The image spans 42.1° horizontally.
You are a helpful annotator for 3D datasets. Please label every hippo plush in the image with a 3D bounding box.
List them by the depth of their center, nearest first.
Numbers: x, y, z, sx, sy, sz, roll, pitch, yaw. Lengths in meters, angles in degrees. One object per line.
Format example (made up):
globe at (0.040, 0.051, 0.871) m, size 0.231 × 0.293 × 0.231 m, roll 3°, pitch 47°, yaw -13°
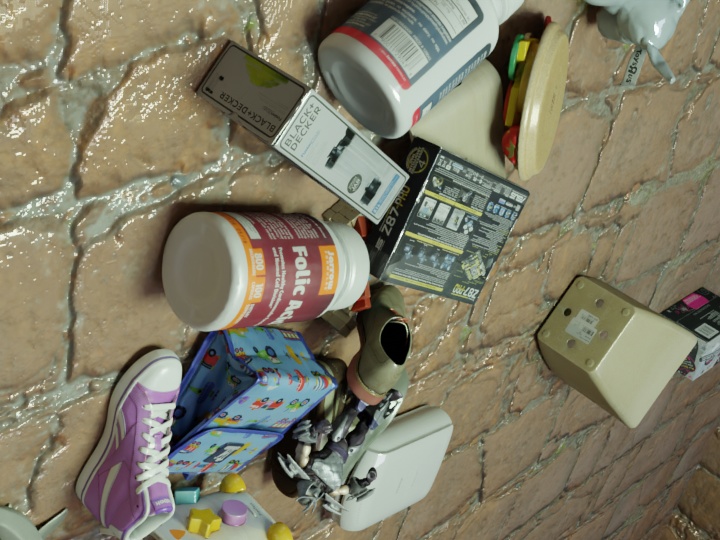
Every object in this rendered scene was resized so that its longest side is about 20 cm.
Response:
hippo plush at (0.309, -0.348, 1.144) m, size 0.160 × 0.159 × 0.201 m, roll 25°, pitch 84°, yaw -26°

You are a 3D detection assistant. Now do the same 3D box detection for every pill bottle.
pill bottle at (0.066, -0.237, 0.926) m, size 0.200 × 0.119 × 0.120 m, roll -43°, pitch 145°, yaw -15°
pill bottle at (-0.089, -0.002, 0.948) m, size 0.200 × 0.114 × 0.115 m, roll -4°, pitch 122°, yaw -49°

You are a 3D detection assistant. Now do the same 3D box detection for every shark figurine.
shark figurine at (-0.341, 0.277, 0.916) m, size 0.128 × 0.089 × 0.215 m, roll -40°, pitch 146°, yaw -22°

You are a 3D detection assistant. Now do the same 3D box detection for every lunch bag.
lunch bag at (-0.150, 0.164, 1.067) m, size 0.200 × 0.094 × 0.150 m, roll -50°, pitch 150°, yaw 17°

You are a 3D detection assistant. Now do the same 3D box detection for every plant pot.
plant pot at (0.432, 0.123, 1.648) m, size 0.200 × 0.200 × 0.177 m, roll -54°, pitch 136°, yaw 1°

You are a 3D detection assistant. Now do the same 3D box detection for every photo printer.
photo printer at (0.042, 0.302, 1.423) m, size 0.200 × 0.069 × 0.167 m, roll -11°, pitch 128°, yaw -46°

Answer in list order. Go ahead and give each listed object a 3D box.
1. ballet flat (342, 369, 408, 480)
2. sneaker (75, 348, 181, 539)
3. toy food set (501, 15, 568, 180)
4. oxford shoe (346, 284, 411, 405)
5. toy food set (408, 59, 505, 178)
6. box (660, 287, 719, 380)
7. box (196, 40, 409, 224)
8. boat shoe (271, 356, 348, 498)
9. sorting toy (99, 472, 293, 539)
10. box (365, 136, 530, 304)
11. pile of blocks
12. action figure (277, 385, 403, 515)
ballet flat at (-0.005, 0.211, 1.288) m, size 0.200 × 0.067 × 0.064 m, roll -55°, pitch 139°, yaw 2°
sneaker at (-0.214, 0.188, 0.967) m, size 0.072 × 0.114 × 0.201 m, roll 5°, pitch 115°, yaw -51°
toy food set at (0.214, -0.210, 1.148) m, size 0.200 × 0.048 × 0.199 m, roll -34°, pitch 134°, yaw -65°
oxford shoe at (0.039, 0.075, 1.130) m, size 0.070 × 0.200 × 0.075 m, roll 34°, pitch 123°, yaw -17°
toy food set at (0.103, -0.139, 1.126) m, size 0.143 × 0.060 × 0.201 m, roll -33°, pitch 134°, yaw -25°
box at (0.765, 0.144, 2.115) m, size 0.200 × 0.132 × 0.115 m, roll -22°, pitch 134°, yaw -38°
box at (-0.049, -0.126, 0.886) m, size 0.060 × 0.117 × 0.200 m, roll -55°, pitch 146°, yaw 2°
boat shoe at (-0.056, 0.204, 1.213) m, size 0.075 × 0.075 × 0.203 m, roll -16°, pitch 131°, yaw -51°
sorting toy at (-0.188, 0.309, 1.038) m, size 0.180 × 0.200 × 0.107 m, roll 7°, pitch 111°, yaw -49°
box at (0.102, -0.051, 1.098) m, size 0.200 × 0.049 × 0.162 m, roll 14°, pitch 102°, yaw -49°
pile of blocks at (0.000, 0.000, 1.108) m, size 0.082 × 0.062 × 0.201 m, roll -26°, pitch 138°, yaw -36°
action figure at (-0.022, 0.208, 1.137) m, size 0.130 × 0.069 × 0.200 m, roll 54°, pitch 54°, yaw -29°
